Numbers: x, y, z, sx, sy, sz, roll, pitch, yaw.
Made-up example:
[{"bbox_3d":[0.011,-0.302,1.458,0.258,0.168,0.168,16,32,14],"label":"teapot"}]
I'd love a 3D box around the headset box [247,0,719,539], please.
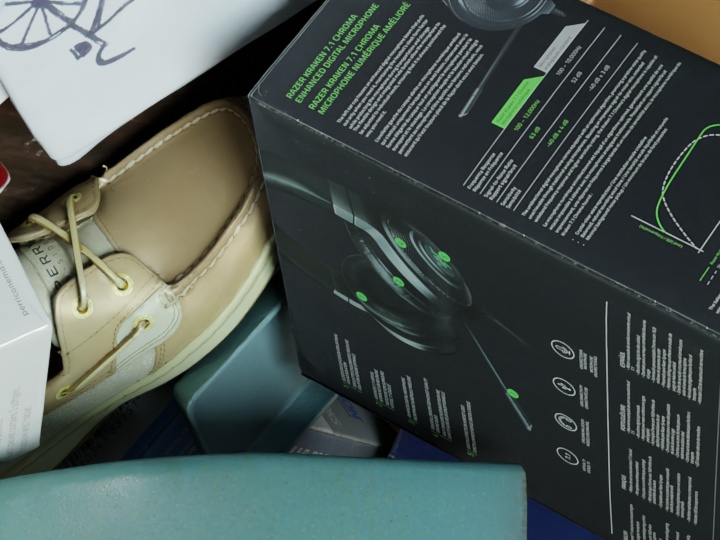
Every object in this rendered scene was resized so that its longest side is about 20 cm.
[{"bbox_3d":[0.063,-0.004,0.912,0.093,0.199,0.175,-52,155,-25],"label":"headset box"}]

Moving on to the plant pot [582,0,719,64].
[{"bbox_3d":[0.146,-0.060,1.015,0.199,0.140,0.201,-29,142,-26],"label":"plant pot"}]

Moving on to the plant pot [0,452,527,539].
[{"bbox_3d":[-0.063,0.138,0.918,0.199,0.142,0.141,8,163,-23],"label":"plant pot"}]

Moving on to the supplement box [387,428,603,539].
[{"bbox_3d":[0.117,0.057,1.128,0.200,0.109,0.109,-3,117,-55],"label":"supplement box"}]

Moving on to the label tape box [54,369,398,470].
[{"bbox_3d":[-0.067,0.099,1.109,0.144,0.063,0.200,-48,146,15],"label":"label tape box"}]

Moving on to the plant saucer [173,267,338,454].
[{"bbox_3d":[0.000,0.000,1.029,0.200,0.019,0.070,-47,144,-23],"label":"plant saucer"}]

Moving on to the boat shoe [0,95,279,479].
[{"bbox_3d":[-0.101,0.011,0.967,0.200,0.074,0.066,-46,150,13],"label":"boat shoe"}]

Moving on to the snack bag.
[{"bbox_3d":[-0.053,-0.127,0.834,0.188,0.021,0.200,-33,146,-6],"label":"snack bag"}]

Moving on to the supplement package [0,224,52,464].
[{"bbox_3d":[-0.211,0.032,0.840,0.199,0.110,0.114,-24,162,-18],"label":"supplement package"}]

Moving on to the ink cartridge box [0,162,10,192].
[{"bbox_3d":[-0.214,-0.044,0.700,0.199,0.176,0.084,-30,127,-11],"label":"ink cartridge box"}]

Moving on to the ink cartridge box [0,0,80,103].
[{"bbox_3d":[-0.077,-0.144,0.841,0.200,0.037,0.095,-40,145,9],"label":"ink cartridge box"}]
